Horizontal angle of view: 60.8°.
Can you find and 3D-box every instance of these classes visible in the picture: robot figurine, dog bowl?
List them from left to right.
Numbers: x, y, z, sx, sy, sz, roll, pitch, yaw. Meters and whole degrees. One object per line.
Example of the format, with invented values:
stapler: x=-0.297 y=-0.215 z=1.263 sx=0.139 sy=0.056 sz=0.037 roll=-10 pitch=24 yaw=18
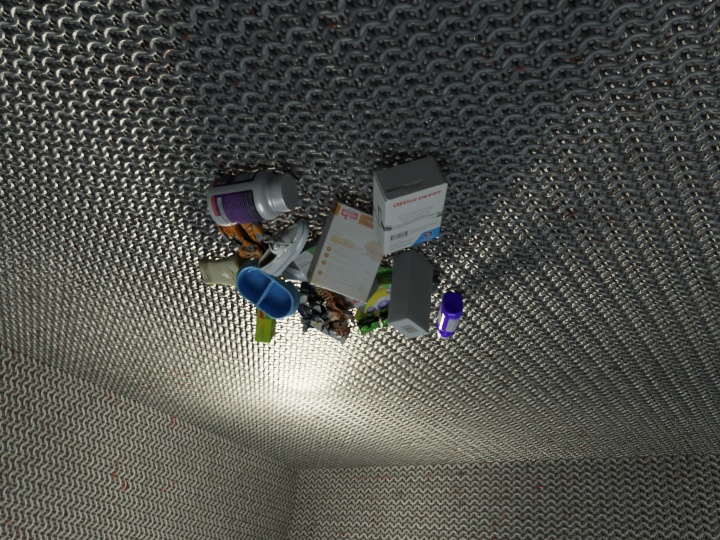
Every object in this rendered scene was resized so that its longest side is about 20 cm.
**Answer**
robot figurine: x=-0.304 y=-0.095 z=1.618 sx=0.140 sy=0.060 sz=0.202 roll=1 pitch=149 yaw=17
dog bowl: x=-0.258 y=0.056 z=1.683 sx=0.198 sy=0.113 sz=0.050 roll=36 pitch=-170 yaw=-2

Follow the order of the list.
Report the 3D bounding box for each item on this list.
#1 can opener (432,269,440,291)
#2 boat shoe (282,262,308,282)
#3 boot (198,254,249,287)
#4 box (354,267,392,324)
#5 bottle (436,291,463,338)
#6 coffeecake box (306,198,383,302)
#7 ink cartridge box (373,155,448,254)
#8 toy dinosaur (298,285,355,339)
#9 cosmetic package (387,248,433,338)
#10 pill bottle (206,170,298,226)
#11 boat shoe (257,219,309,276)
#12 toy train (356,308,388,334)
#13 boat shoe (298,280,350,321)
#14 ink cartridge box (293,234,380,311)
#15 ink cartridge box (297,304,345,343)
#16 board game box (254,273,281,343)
can opener: x=0.158 y=0.058 z=1.754 sx=0.065 sy=0.055 sz=0.201 roll=12 pitch=150 yaw=-16
boat shoe: x=-0.141 y=-0.008 z=1.725 sx=0.194 sy=0.075 sz=0.066 roll=14 pitch=133 yaw=-14
boot: x=-0.380 y=0.027 z=1.831 sx=0.150 sy=0.075 sz=0.201 roll=-3 pitch=146 yaw=20
box: x=0.059 y=0.072 z=1.725 sx=0.114 sy=0.049 sz=0.204 roll=-7 pitch=134 yaw=-24
bottle: x=0.264 y=0.143 z=1.840 sx=0.063 sy=0.086 sz=0.202 roll=6 pitch=149 yaw=3
coffeecake box: x=-0.026 y=-0.048 z=1.481 sx=0.150 sy=0.205 sz=0.073 roll=19 pitch=-171 yaw=-17
ink cartridge box: x=0.105 y=-0.141 z=1.351 sx=0.142 sy=0.086 sz=0.202 roll=-17 pitch=150 yaw=-10
toy dinosaur: x=-0.082 y=0.101 z=1.589 sx=0.131 sy=0.103 sz=0.206 roll=0 pitch=116 yaw=18
cosmetic package: x=0.133 y=0.061 z=1.617 sx=0.070 sy=0.205 sz=0.101 roll=-16 pitch=143 yaw=37
pill bottle: x=-0.247 y=-0.169 z=1.422 sx=0.194 sy=0.114 sz=0.112 roll=-5 pitch=148 yaw=23
boat shoe: x=-0.212 y=-0.066 z=1.593 sx=0.084 sy=0.076 sz=0.202 roll=16 pitch=137 yaw=-33
toy train: x=0.079 y=0.133 z=1.736 sx=0.194 sy=0.043 sz=0.057 roll=-17 pitch=151 yaw=-13
boat shoe: x=-0.101 y=0.094 z=1.777 sx=0.197 sy=0.063 sz=0.074 roll=27 pitch=142 yaw=-30
ink cartridge box: x=-0.064 y=0.005 z=1.612 sx=0.143 sy=0.084 sz=0.202 roll=-23 pitch=108 yaw=45
ink cartridge box: x=-0.150 y=0.125 z=1.852 sx=0.198 sy=0.048 sz=0.197 roll=31 pitch=-173 yaw=-36
board game box: x=-0.264 y=0.094 z=1.767 sx=0.046 sy=0.207 sz=0.102 roll=8 pitch=-170 yaw=0
